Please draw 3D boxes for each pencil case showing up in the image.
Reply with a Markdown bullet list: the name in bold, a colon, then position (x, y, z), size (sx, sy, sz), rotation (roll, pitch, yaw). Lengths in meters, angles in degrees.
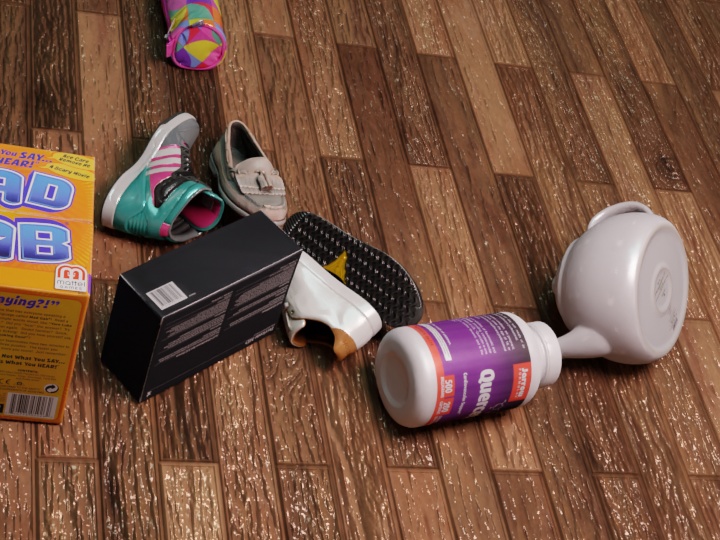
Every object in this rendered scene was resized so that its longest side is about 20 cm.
- **pencil case**: position (-0.235, -0.362, 1.962), size (0.088, 0.089, 0.200), rotation (4, 44, -18)

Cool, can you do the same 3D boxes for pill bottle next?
- **pill bottle**: position (0.125, 0.109, 1.612), size (0.200, 0.113, 0.113), rotation (-7, 50, -27)

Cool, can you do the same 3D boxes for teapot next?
- **teapot**: position (0.306, 0.017, 1.753), size (0.146, 0.198, 0.200), rotation (4, 6, 36)

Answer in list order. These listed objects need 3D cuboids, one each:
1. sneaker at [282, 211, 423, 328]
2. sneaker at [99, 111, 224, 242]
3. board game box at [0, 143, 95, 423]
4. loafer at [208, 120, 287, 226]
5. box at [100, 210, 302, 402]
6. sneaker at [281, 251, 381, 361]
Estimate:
- **sneaker**: position (0.000, 0.000, 1.693), size (0.200, 0.070, 0.090), rotation (35, 2, 16)
- **sneaker**: position (-0.212, -0.105, 1.710), size (0.121, 0.084, 0.200), rotation (23, 51, 9)
- **board game box**: position (-0.384, 0.008, 1.443), size (0.199, 0.200, 0.200), rotation (8, 45, -16)
- **loafer**: position (-0.137, -0.121, 1.730), size (0.072, 0.063, 0.200), rotation (5, 25, -26)
- **box**: position (-0.172, 0.037, 1.545), size (0.200, 0.141, 0.079), rotation (-27, 59, -39)
- **sneaker**: position (-0.076, 0.031, 1.640), size (0.200, 0.073, 0.085), rotation (34, 64, 27)
